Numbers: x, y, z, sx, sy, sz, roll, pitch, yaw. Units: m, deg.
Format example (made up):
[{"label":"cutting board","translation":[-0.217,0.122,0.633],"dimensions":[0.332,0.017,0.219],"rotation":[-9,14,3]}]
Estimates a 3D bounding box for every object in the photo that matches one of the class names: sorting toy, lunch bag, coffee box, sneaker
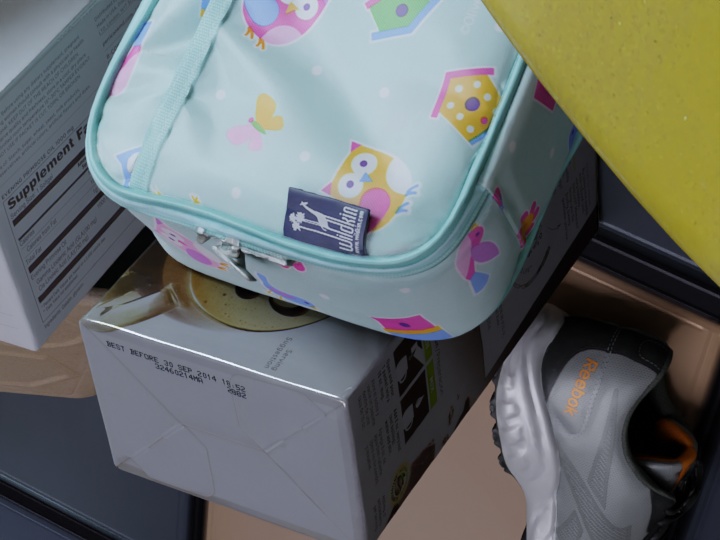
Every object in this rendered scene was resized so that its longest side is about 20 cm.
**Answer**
[{"label":"sorting toy","translation":[-0.201,0.023,1.028],"dimensions":[0.199,0.037,0.185],"rotation":[2,164,-14]},{"label":"lunch bag","translation":[0.000,-0.082,0.740],"dimensions":[0.160,0.201,0.077],"rotation":[18,165,24]},{"label":"coffee box","translation":[0.000,0.000,0.823],"dimensions":[0.113,0.200,0.080],"rotation":[16,135,26]},{"label":"sneaker","translation":[0.112,0.103,0.946],"dimensions":[0.079,0.074,0.201],"rotation":[6,132,27]}]

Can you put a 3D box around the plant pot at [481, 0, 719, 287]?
[{"label":"plant pot","translation":[0.117,-0.148,0.576],"dimensions":[0.176,0.200,0.200],"rotation":[39,129,19]}]

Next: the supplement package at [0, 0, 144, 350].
[{"label":"supplement package","translation":[-0.181,-0.078,0.878],"dimensions":[0.199,0.156,0.111],"rotation":[14,137,26]}]
